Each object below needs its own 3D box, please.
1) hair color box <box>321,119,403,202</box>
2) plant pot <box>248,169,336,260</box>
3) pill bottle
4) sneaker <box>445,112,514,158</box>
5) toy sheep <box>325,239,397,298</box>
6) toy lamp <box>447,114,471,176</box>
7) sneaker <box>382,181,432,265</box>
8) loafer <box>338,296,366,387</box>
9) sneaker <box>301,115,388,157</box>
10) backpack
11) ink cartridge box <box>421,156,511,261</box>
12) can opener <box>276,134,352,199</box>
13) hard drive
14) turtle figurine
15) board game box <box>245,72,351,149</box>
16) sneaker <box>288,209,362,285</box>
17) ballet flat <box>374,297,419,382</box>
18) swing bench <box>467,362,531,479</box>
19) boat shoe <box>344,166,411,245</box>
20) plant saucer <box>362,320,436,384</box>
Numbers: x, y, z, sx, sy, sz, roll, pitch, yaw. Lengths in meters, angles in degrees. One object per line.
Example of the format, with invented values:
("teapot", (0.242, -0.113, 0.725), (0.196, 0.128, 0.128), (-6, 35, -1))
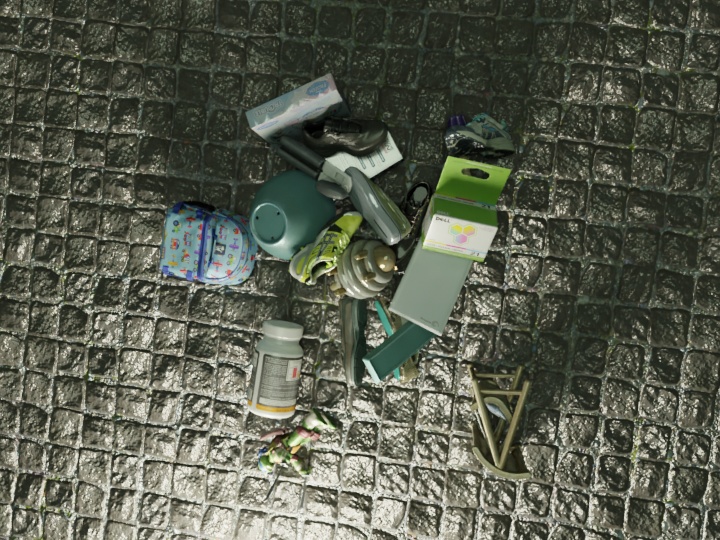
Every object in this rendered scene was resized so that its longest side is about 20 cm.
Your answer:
("hair color box", (-0.009, -0.241, 1.597), (0.197, 0.061, 0.101), (-30, 89, 8))
("plant pot", (-0.168, -0.113, 1.556), (0.195, 0.134, 0.206), (5, 104, 22))
("pill bottle", (-0.190, 0.222, 1.609), (0.113, 0.116, 0.205), (10, 94, 6))
("sneaker", (0.250, -0.295, 1.522), (0.077, 0.197, 0.089), (-17, 76, 46))
("toy sheep", (0.000, 0.000, 1.567), (0.197, 0.137, 0.141), (-22, 89, 37))
("toy lamp", (0.228, -0.241, 1.571), (0.057, 0.058, 0.205), (-9, 91, 7))
("sneaker", (0.097, -0.106, 1.566), (0.073, 0.106, 0.204), (22, 95, 5))
("loafer", (-0.023, 0.161, 1.620), (0.062, 0.071, 0.206), (0, 85, 26))
("sneaker", (-0.038, -0.294, 1.525), (0.195, 0.091, 0.078), (-7, 65, 17))
("backpack", (-0.339, -0.054, 1.610), (0.195, 0.135, 0.187), (14, 95, 3))
("ink cartridge box", (0.222, -0.128, 1.499), (0.144, 0.077, 0.202), (11, 136, -4))
("can opener", (-0.105, -0.221, 1.535), (0.198, 0.067, 0.054), (34, 123, 11))
("hard drive", (0.160, 0.023, 1.573), (0.130, 0.027, 0.203), (25, 77, 3))
("turtle figurine", (-0.132, 0.422, 1.600), (0.194, 0.200, 0.144), (-45, 121, 3))
("board game box", (-0.128, -0.341, 1.538), (0.196, 0.199, 0.044), (-22, 85, 6))
("sneaker", (-0.063, -0.045, 1.528), (0.200, 0.076, 0.076), (-46, 55, -6))
("ballet flat", (0.091, 0.149, 1.606), (0.074, 0.068, 0.205), (-18, 96, -15))
("swing bench", (0.293, 0.316, 1.513), (0.126, 0.199, 0.206), (1, 92, 7))
("boat shoe", (0.034, -0.144, 1.534), (0.061, 0.072, 0.202), (-26, 74, -29))
("plant saucer", (0.096, 0.165, 1.567), (0.199, 0.019, 0.071), (-37, 107, -22))
